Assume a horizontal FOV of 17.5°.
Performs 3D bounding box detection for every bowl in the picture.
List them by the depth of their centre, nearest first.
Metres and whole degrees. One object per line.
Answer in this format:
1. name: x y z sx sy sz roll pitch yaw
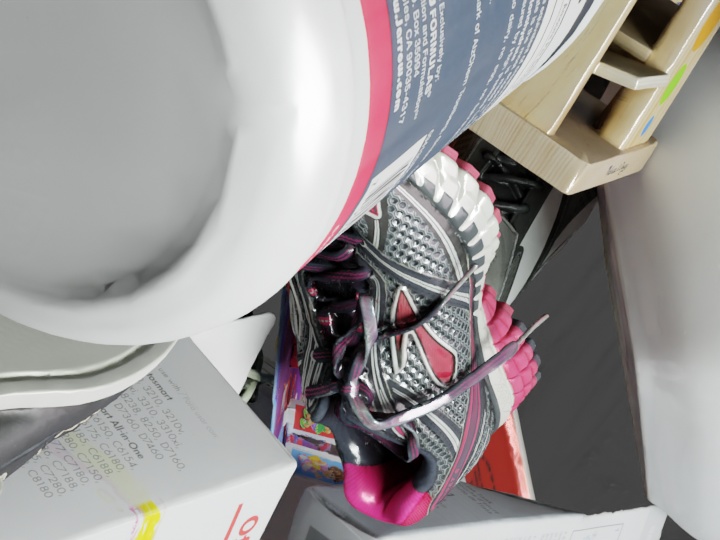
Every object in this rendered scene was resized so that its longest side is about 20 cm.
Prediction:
1. bowl: 0.142 0.011 0.963 0.200 0.074 0.200 72 10 -60

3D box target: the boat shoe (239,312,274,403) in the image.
1. boat shoe: -0.065 0.035 0.874 0.200 0.064 0.071 -60 167 23

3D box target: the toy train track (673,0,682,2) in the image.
1. toy train track: 0.151 -0.131 1.123 0.115 0.032 0.200 67 26 -46

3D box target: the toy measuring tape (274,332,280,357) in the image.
1. toy measuring tape: 0.036 0.004 1.073 0.200 0.074 0.074 -29 -178 29

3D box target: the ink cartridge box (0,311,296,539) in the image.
1. ink cartridge box: -0.099 0.092 0.757 0.200 0.068 0.115 -16 144 -43

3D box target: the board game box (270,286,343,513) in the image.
1. board game box: 0.000 0.000 0.900 0.158 0.039 0.200 -75 174 -47

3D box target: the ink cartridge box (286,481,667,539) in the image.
1. ink cartridge box: 0.032 0.161 0.956 0.200 0.050 0.163 -1 114 -51

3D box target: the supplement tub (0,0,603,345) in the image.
1. supplement tub: -0.021 -0.084 0.527 0.200 0.140 0.141 -41 162 -49

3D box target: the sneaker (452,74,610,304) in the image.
1. sneaker: 0.050 -0.015 0.997 0.200 0.066 0.090 -54 176 8

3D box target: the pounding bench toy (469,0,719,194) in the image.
1. pounding bench toy: 0.068 -0.126 0.802 0.156 0.124 0.200 -58 168 16

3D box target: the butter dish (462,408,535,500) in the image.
1. butter dish: 0.000 0.127 1.236 0.199 0.147 0.201 -34 115 -61

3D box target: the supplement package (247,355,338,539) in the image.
1. supplement package: -0.055 0.158 1.033 0.200 0.156 0.111 -55 168 3

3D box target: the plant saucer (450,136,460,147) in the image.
1. plant saucer: 0.050 -0.097 1.032 0.200 0.037 0.200 -52 169 -15

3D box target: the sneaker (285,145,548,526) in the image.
1. sneaker: 0.007 0.013 0.778 0.075 0.080 0.200 -56 144 -23

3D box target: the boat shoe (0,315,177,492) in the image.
1. boat shoe: -0.123 0.040 0.637 0.200 0.074 0.060 -31 154 -56
